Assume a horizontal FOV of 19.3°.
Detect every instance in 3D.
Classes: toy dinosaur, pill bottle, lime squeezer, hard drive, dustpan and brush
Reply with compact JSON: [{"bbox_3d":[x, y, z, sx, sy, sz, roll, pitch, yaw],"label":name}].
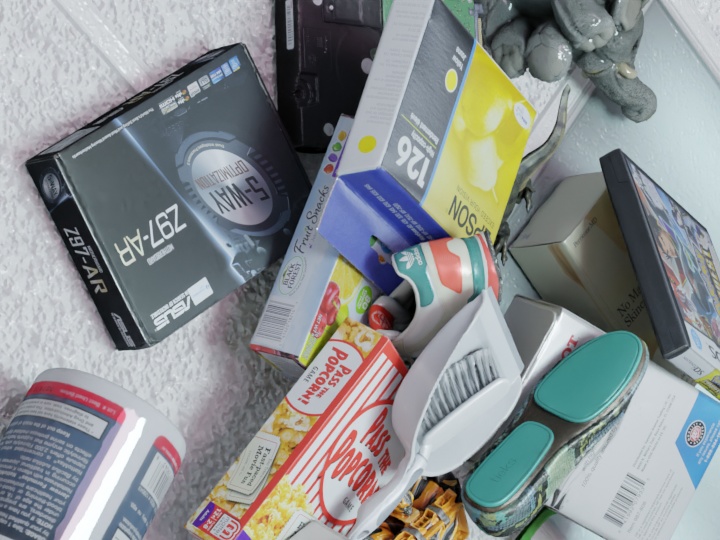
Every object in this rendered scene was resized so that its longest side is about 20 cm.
[{"bbox_3d":[0.119,-0.060,1.776,0.200,0.047,0.088,-45,150,-14],"label":"toy dinosaur"},{"bbox_3d":[-0.214,0.179,1.453,0.120,0.120,0.200,41,62,-29],"label":"pill bottle"},{"bbox_3d":[0.098,0.224,1.758,0.200,0.038,0.071,6,82,-38],"label":"lime squeezer"},{"bbox_3d":[0.018,-0.162,1.727,0.200,0.038,0.140,0,86,-39],"label":"hard drive"},{"bbox_3d":[0.052,0.122,1.578,0.200,0.057,0.140,-40,146,-9],"label":"dustpan and brush"}]

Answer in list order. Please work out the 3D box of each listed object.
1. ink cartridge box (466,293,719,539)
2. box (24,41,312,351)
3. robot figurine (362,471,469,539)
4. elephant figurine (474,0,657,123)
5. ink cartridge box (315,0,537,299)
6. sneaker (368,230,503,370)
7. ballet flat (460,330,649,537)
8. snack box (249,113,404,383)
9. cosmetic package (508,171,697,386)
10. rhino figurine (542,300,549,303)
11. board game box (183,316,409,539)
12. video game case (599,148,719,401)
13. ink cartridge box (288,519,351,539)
[{"bbox_3d":[0.184,0.129,1.739,0.200,0.084,0.145,31,85,-26],"label":"ink cartridge box"},{"bbox_3d":[-0.134,-0.057,1.588,0.200,0.044,0.160,-35,108,-36],"label":"box"},{"bbox_3d":[0.044,0.246,1.653,0.145,0.058,0.200,-40,140,-35],"label":"robot figurine"},{"bbox_3d":[0.195,-0.225,1.838,0.200,0.155,0.142,-5,46,-50],"label":"elephant figurine"},{"bbox_3d":[0.055,-0.080,1.623,0.198,0.047,0.200,41,61,-55],"label":"ink cartridge box"},{"bbox_3d":[0.047,0.049,1.639,0.093,0.200,0.070,-3,47,-14],"label":"sneaker"},{"bbox_3d":[0.152,0.129,1.646,0.200,0.074,0.074,-42,112,-19],"label":"ballet flat"},{"bbox_3d":[0.000,0.000,1.649,0.142,0.053,0.200,43,65,-55],"label":"snack box"},{"bbox_3d":[0.228,0.021,1.860,0.200,0.071,0.105,53,56,-23],"label":"cosmetic package"},{"bbox_3d":[0.183,0.130,1.822,0.087,0.060,0.200,-42,113,-37],"label":"rhino figurine"},{"bbox_3d":[-0.029,0.156,1.593,0.200,0.046,0.152,-53,144,-16],"label":"board game box"},{"bbox_3d":[0.275,0.015,1.788,0.181,0.025,0.200,34,35,-50],"label":"video game case"},{"bbox_3d":[-0.023,0.317,1.534,0.147,0.145,0.200,-37,137,-34],"label":"ink cartridge box"}]
